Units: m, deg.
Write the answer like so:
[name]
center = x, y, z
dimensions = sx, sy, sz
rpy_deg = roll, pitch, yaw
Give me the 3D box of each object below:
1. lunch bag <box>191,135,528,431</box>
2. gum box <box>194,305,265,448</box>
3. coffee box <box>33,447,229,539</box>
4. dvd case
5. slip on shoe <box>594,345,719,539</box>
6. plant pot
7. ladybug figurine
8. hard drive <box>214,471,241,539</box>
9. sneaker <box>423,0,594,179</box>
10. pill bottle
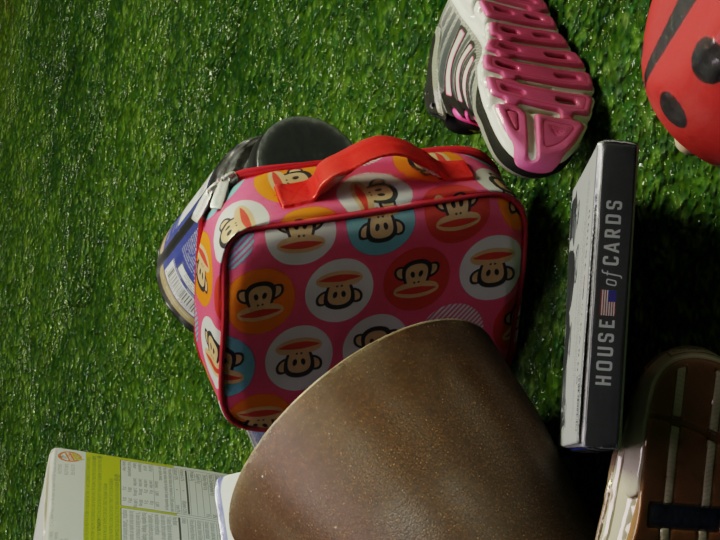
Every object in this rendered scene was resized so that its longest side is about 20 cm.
[lunch bag]
center = 0.000, 0.000, 1.294
dimensions = 0.082, 0.198, 0.178
rpy_deg = -118, 27, -52
[gum box]
center = -0.056, 0.090, 1.458
dimensions = 0.200, 0.044, 0.171
rpy_deg = -120, 8, -89
[coffee box]
center = -0.146, 0.272, 1.567
dimensions = 0.200, 0.196, 0.201
rpy_deg = -110, 31, -69
[dvd case]
center = 0.123, 0.020, 1.141
dimensions = 0.200, 0.024, 0.152
rpy_deg = 73, -159, -85
[slip on shoe]
center = 0.149, 0.137, 1.097
dimensions = 0.061, 0.075, 0.202
rpy_deg = -140, 57, -83
[plant pot]
center = 0.057, 0.164, 1.187
dimensions = 0.200, 0.186, 0.188
rpy_deg = 50, 134, 30
[ladybug figurine]
center = 0.193, -0.133, 1.051
dimensions = 0.136, 0.071, 0.201
rpy_deg = -110, 33, -45
[hard drive]
center = -0.048, 0.222, 1.346
dimensions = 0.200, 0.025, 0.133
rpy_deg = 67, -170, -62
[sneaker]
center = 0.084, -0.106, 1.308
dimensions = 0.201, 0.073, 0.088
rpy_deg = -105, 30, -50
[pill bottle]
center = -0.073, -0.032, 1.613
dimensions = 0.200, 0.111, 0.113
rpy_deg = 135, 136, -56
